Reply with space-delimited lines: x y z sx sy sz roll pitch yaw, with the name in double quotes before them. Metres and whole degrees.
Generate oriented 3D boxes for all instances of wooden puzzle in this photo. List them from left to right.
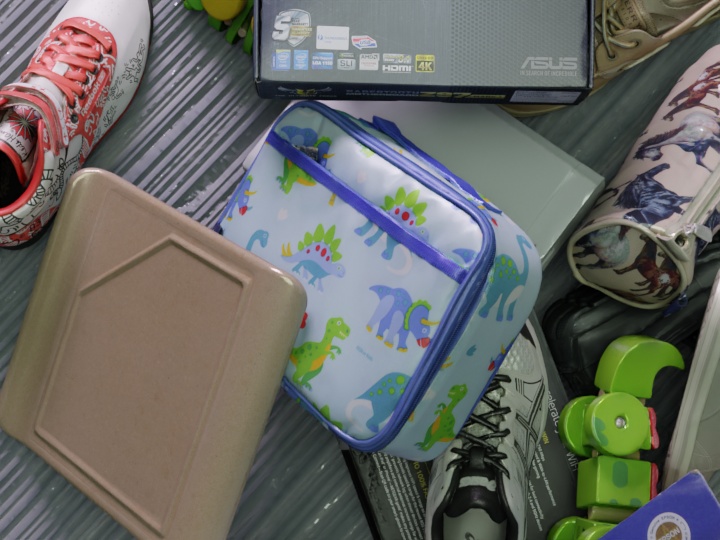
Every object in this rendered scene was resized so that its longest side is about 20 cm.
"wooden puzzle" -0.128 0.055 0.899 0.199 0.037 0.187 27 102 35

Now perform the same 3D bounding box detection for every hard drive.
"hard drive" 0.039 -0.061 0.961 0.199 0.026 0.132 36 82 17

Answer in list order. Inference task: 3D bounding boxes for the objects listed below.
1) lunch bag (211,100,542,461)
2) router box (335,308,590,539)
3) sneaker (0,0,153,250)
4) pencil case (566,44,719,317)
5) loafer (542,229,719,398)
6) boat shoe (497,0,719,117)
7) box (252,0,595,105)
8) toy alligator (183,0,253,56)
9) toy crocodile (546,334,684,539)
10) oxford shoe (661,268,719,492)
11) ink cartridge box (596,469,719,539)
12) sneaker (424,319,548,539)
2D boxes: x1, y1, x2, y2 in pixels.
"lunch bag" 0.000 0.000 0.873 0.200 0.082 0.162 39 102 38
"router box" 0.068 0.120 0.962 0.148 0.051 0.202 -19 86 -8
"sneaker" -0.189 -0.110 0.936 0.067 0.108 0.203 27 83 -1
"pencil case" 0.213 -0.064 0.946 0.200 0.089 0.078 -51 121 -30
"loafer" 0.215 0.018 0.982 0.199 0.068 0.071 -27 106 -9
"boat shoe" 0.170 -0.170 0.993 0.199 0.065 0.072 -30 87 -7
"box" 0.037 -0.181 0.871 0.198 0.051 0.159 2 84 -1
"toy alligator" -0.090 -0.182 0.983 0.199 0.059 0.055 31 125 7
"toy crocodile" 0.156 0.138 0.911 0.061 0.067 0.202 9 80 -10
"oxford shoe" 0.226 0.085 0.920 0.057 0.201 0.075 15 39 10
"ink cartridge box" 0.156 0.244 0.810 0.199 0.040 0.201 -42 61 22
"sneaker" 0.075 0.110 0.877 0.075 0.088 0.202 0 93 4
